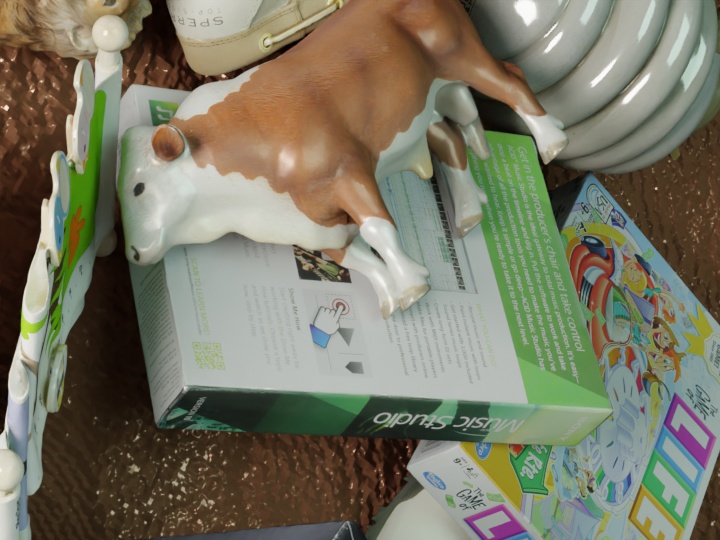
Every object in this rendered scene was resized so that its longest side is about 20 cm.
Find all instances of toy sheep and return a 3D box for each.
[{"bbox_3d":[0.103,-0.115,0.914,0.200,0.138,0.139,29,65,-38],"label":"toy sheep"}]

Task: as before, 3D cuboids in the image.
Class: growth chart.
[{"bbox_3d":[-0.110,0.019,0.710,0.018,0.145,0.201,10,57,-2],"label":"growth chart"}]

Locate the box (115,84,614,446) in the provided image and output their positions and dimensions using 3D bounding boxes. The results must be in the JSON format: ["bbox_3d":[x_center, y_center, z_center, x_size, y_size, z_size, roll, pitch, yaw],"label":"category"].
[{"bbox_3d":[0.000,0.000,0.818,0.199,0.036,0.145,5,55,-27],"label":"box"}]

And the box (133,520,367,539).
[{"bbox_3d":[-0.026,0.200,0.675,0.200,0.132,0.115,58,44,-22],"label":"box"}]

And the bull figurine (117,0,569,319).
[{"bbox_3d":[-0.006,-0.048,0.781,0.121,0.065,0.200,48,53,-2],"label":"bull figurine"}]

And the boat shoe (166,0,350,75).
[{"bbox_3d":[-0.015,-0.137,0.868,0.200,0.074,0.070,-28,124,-43],"label":"boat shoe"}]

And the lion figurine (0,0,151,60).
[{"bbox_3d":[-0.176,-0.111,0.734,0.199,0.072,0.123,-27,115,-25],"label":"lion figurine"}]

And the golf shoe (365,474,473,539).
[{"bbox_3d":[0.037,0.178,0.842,0.077,0.088,0.201,28,64,-31],"label":"golf shoe"}]

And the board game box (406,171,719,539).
[{"bbox_3d":[0.108,0.065,0.913,0.135,0.034,0.200,48,42,-17],"label":"board game box"}]
